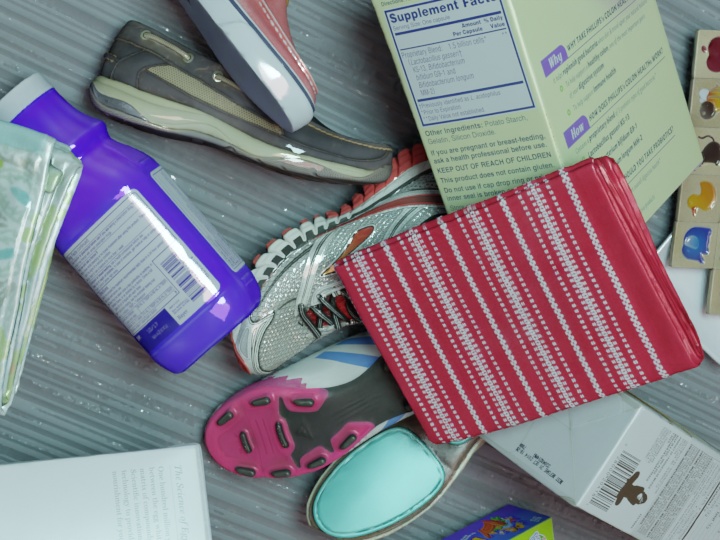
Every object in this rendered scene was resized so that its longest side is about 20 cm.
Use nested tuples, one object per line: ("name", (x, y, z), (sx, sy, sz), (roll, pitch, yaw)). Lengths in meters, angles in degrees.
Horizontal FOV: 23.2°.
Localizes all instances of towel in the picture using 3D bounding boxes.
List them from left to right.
("towel", (-0.277, -0.021, 1.049), (0.198, 0.048, 0.173), (17, 96, 8))
("towel", (0.095, 0.022, 1.065), (0.199, 0.023, 0.146), (-21, 106, 32))

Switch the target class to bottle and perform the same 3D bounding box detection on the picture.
("bottle", (-0.152, -0.033, 1.091), (0.083, 0.065, 0.200), (-40, 94, 22))

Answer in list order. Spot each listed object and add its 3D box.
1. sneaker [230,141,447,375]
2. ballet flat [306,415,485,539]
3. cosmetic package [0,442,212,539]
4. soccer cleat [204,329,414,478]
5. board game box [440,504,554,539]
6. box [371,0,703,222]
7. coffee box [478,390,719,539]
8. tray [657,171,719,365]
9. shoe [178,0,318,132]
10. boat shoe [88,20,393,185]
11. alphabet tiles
("sneaker", (0.000, 0.000, 1.140), (0.199, 0.082, 0.078), (-39, 145, -3))
("ballet flat", (0.049, 0.119, 1.204), (0.199, 0.062, 0.068), (-38, 82, -4))
("cosmetic package", (-0.191, 0.225, 1.087), (0.198, 0.123, 0.202), (-4, 74, -15))
("soccer cleat", (-0.009, 0.082, 1.181), (0.198, 0.086, 0.070), (-22, 103, 14))
("board game box", (0.085, 0.285, 1.235), (0.134, 0.045, 0.202), (-20, 109, -38))
("box", (0.117, -0.118, 1.109), (0.176, 0.096, 0.202), (-41, 118, -47))
("coffee box", (0.182, 0.130, 1.184), (0.199, 0.114, 0.080), (31, 93, -45))
("tray", (0.289, -0.039, 1.263), (0.107, 0.022, 0.200), (40, 89, -21))
("shoe", (-0.065, -0.182, 1.060), (0.091, 0.072, 0.201), (-34, 71, -9))
("boat shoe", (-0.069, -0.106, 1.102), (0.198, 0.074, 0.074), (17, 90, -9))
("alphabet tiles", (0.302, -0.066, 1.246), (0.165, 0.008, 0.202), (1, 102, -17))
